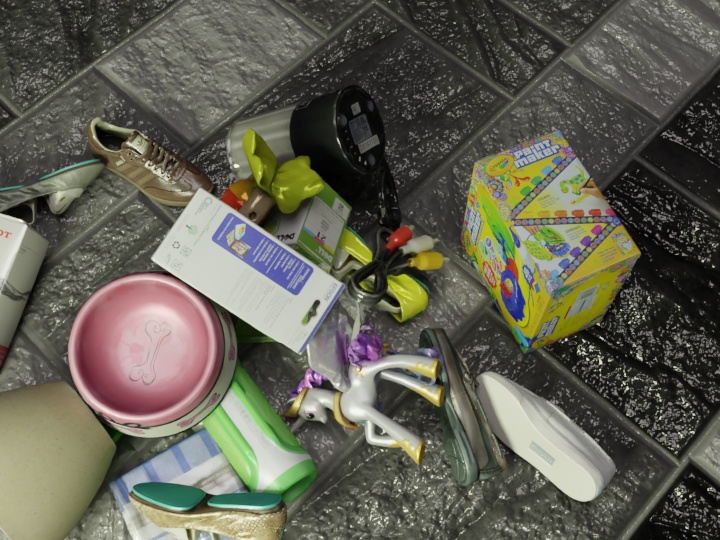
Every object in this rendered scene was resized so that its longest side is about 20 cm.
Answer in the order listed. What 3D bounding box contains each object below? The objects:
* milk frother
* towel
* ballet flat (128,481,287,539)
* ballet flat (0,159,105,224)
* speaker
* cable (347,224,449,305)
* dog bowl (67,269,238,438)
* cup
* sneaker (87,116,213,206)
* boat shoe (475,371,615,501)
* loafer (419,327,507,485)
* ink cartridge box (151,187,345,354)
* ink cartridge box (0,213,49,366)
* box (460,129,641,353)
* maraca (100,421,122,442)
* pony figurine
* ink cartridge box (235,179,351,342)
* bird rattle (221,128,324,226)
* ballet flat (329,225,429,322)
[{"bbox_3d":[-0.051,-0.134,1.210,0.188,0.180,0.200,-8,91,34],"label":"milk frother"},{"bbox_3d":[-0.198,0.301,1.044,0.147,0.024,0.200,-28,66,-14],"label":"towel"},{"bbox_3d":[-0.177,0.285,0.997,0.200,0.070,0.065,1,99,23],"label":"ballet flat"},{"bbox_3d":[-0.452,-0.101,1.234,0.200,0.067,0.064,-17,92,-8],"label":"ballet flat"},{"bbox_3d":[-0.140,0.190,1.064,0.088,0.088,0.200,-34,68,-16],"label":"speaker"},{"bbox_3d":[0.035,-0.018,1.102,0.097,0.050,0.200,41,28,15],"label":"cable"},{"bbox_3d":[-0.243,0.091,1.005,0.200,0.074,0.201,1,79,-3],"label":"dog bowl"},{"bbox_3d":[-0.368,0.209,0.998,0.143,0.200,0.200,-38,69,-23],"label":"cup"},{"bbox_3d":[-0.305,-0.155,1.243,0.200,0.076,0.071,23,65,11],"label":"sneaker"},{"bbox_3d":[0.228,0.193,1.078,0.200,0.072,0.068,38,40,29],"label":"boat shoe"},{"bbox_3d":[0.126,0.165,1.094,0.063,0.072,0.200,-9,71,-17],"label":"loafer"},{"bbox_3d":[-0.126,0.002,0.992,0.200,0.039,0.100,35,82,-8],"label":"ink cartridge box"},{"bbox_3d":[-0.513,0.023,1.131,0.146,0.083,0.200,16,76,8],"label":"ink cartridge box"},{"bbox_3d":[0.230,-0.032,1.112,0.122,0.200,0.193,-22,65,-10],"label":"box"},{"bbox_3d":[-0.285,0.115,1.094,0.137,0.107,0.200,18,79,34],"label":"maraca"},{"bbox_3d":[0.000,0.125,1.065,0.200,0.167,0.193,10,89,22],"label":"pony figurine"},{"bbox_3d":[-0.112,-0.012,1.133,0.148,0.076,0.200,-6,55,39],"label":"ink cartridge box"},{"bbox_3d":[-0.138,-0.069,1.091,0.113,0.163,0.200,29,96,-16],"label":"bird rattle"},{"bbox_3d":[0.000,0.000,1.169,0.200,0.067,0.067,36,60,14],"label":"ballet flat"}]
